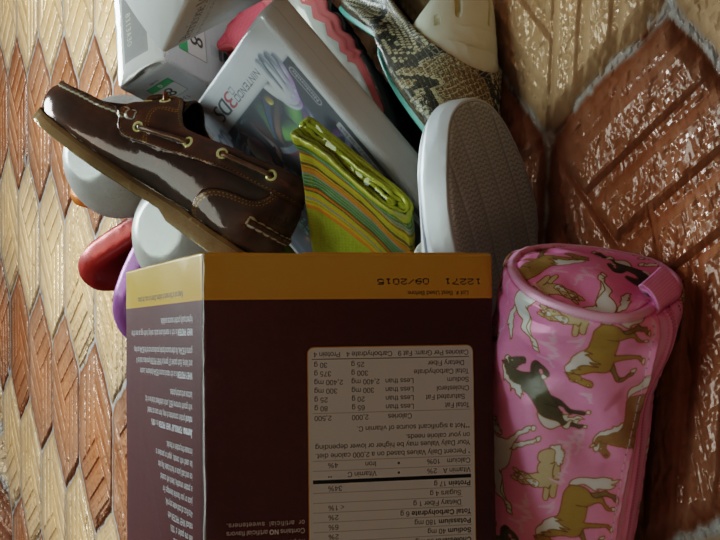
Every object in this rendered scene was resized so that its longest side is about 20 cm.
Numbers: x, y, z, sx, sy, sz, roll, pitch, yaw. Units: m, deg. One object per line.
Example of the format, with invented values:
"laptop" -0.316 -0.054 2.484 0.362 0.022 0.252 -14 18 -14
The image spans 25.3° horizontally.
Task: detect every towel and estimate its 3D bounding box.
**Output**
"towel" 0.000 0.000 0.919 0.086 0.018 0.200 42 158 26

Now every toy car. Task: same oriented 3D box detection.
"toy car" -0.125 -0.019 1.106 0.200 0.175 0.150 45 107 28

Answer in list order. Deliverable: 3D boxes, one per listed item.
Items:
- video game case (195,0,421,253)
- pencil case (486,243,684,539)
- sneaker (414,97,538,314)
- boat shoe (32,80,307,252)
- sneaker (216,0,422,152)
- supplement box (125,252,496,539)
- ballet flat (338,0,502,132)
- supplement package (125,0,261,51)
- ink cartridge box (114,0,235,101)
"video game case" -0.013 -0.045 0.932 0.200 0.023 0.182 49 157 -2
"pencil case" 0.093 0.086 0.730 0.083 0.086 0.201 -92 7 -69
"sneaker" 0.048 0.014 0.821 0.071 0.073 0.201 -3 95 45
"boat shoe" -0.113 -0.070 0.965 0.200 0.070 0.070 32 96 26
"sneaker" -0.026 -0.102 0.981 0.074 0.087 0.200 45 -169 -51
"supplement box" -0.032 0.096 0.768 0.197 0.132 0.201 171 98 -72
"ballet flat" 0.038 -0.140 0.899 0.075 0.068 0.200 -59 31 22
"supplement package" -0.050 -0.232 0.880 0.120 0.200 0.121 55 154 5
"ink cartridge box" -0.085 -0.164 1.095 0.050 0.200 0.162 -26 58 32
